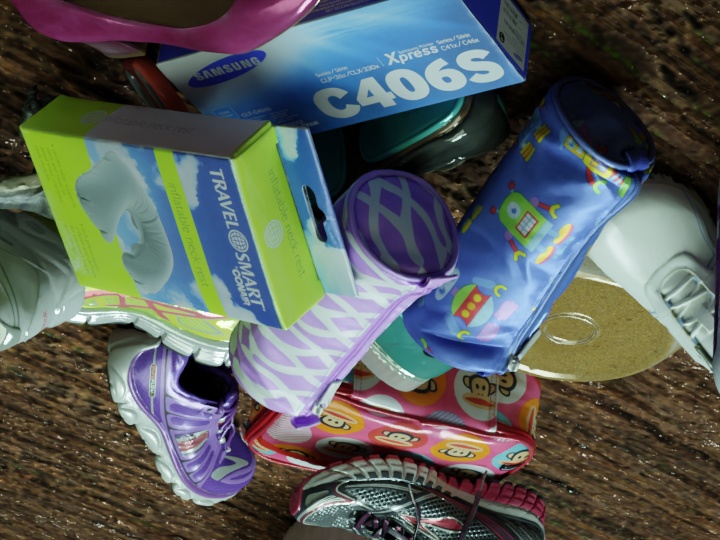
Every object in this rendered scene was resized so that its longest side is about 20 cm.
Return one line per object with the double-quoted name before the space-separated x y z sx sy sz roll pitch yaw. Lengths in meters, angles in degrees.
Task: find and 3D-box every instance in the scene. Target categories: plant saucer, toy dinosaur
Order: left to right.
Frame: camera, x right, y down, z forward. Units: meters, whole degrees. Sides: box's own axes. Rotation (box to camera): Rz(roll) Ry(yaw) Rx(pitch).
"toy dinosaur" -0.188 -0.065 1.406 0.199 0.047 0.088 7 118 -34
"plant saucer" 0.144 0.027 1.519 0.199 0.036 0.201 5 149 3

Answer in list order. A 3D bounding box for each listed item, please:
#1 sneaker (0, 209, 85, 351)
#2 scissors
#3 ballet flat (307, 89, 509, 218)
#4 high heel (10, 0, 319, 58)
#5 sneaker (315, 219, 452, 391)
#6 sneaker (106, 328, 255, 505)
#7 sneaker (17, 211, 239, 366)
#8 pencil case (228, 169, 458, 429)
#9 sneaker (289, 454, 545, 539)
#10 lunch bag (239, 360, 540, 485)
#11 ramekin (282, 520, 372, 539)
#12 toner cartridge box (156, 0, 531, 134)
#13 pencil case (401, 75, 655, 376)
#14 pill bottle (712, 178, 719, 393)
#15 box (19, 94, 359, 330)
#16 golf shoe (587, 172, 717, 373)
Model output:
"sneaker" -0.276 -0.022 1.423 0.200 0.099 0.078 34 127 12
"scissors" -0.090 -0.053 1.369 0.200 0.014 0.073 59 167 -24
"ballet flat" 0.007 -0.067 1.371 0.199 0.068 0.068 -16 150 35
"high heel" -0.110 -0.165 1.235 0.199 0.068 0.096 -2 160 41
"sneaker" 0.000 0.000 1.473 0.080 0.072 0.200 -31 125 33
"sneaker" -0.121 0.111 1.678 0.083 0.081 0.200 -10 144 17
"sneaker" -0.149 -0.007 1.505 0.199 0.078 0.090 17 135 -20
"pencil case" -0.013 0.020 1.369 0.084 0.086 0.200 -6 152 -30
"sneaker" 0.045 0.185 1.612 0.199 0.075 0.081 12 152 -15
"lunch bag" 0.017 0.108 1.642 0.199 0.082 0.176 16 152 -17
"ramekin" 0.014 0.272 1.889 0.201 0.095 0.203 5 148 3
"toner cartridge box" -0.010 -0.131 1.290 0.199 0.043 0.095 -12 141 30
"pencil case" 0.103 -0.020 1.345 0.078 0.087 0.200 -18 147 -51
"pill bottle" 0.268 0.027 1.331 0.112 0.201 0.112 6 149 3
"box" -0.103 -0.035 1.316 0.199 0.048 0.122 10 130 38
"golf shoe" 0.215 0.013 1.405 0.078 0.097 0.200 -43 129 14
